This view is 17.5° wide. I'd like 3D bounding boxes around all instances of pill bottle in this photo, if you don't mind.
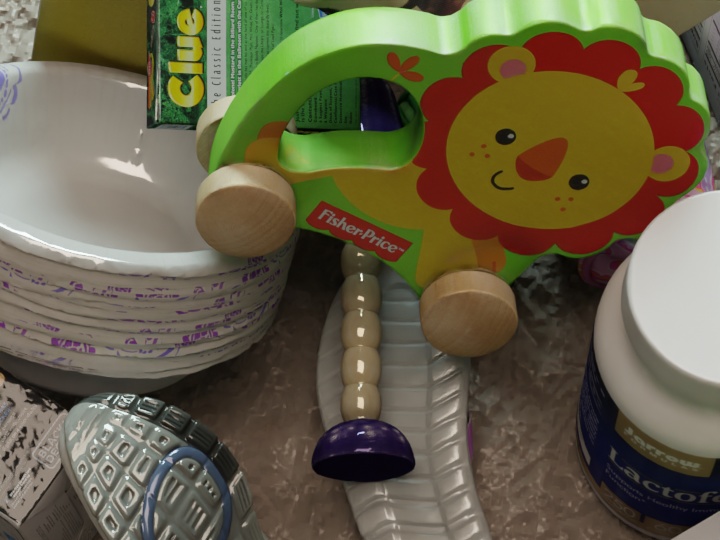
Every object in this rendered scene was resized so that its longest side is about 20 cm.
[{"bbox_3d":[0.164,0.047,1.107,0.115,0.200,0.117,-1,66,1],"label":"pill bottle"}]

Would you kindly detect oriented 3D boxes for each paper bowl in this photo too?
[{"bbox_3d":[-0.134,-0.014,1.164,0.199,0.105,0.201,11,29,-6],"label":"paper bowl"}]

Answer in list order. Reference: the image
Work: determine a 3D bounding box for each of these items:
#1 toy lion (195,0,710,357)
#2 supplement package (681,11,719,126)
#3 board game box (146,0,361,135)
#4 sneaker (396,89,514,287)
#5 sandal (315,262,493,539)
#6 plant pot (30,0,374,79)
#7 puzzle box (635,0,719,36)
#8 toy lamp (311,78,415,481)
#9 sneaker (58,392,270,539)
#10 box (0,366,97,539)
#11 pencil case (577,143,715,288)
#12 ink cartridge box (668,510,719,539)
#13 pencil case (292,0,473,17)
[{"bbox_3d":[0.049,-0.059,1.053,0.199,0.192,0.069,24,39,-23],"label":"toy lion"},{"bbox_3d":[0.253,-0.167,1.199,0.151,0.200,0.152,-16,67,-6],"label":"supplement package"},{"bbox_3d":[-0.050,-0.166,1.109,0.104,0.023,0.202,2,86,-22],"label":"board game box"},{"bbox_3d":[0.044,-0.082,1.214,0.083,0.074,0.202,2,86,12],"label":"sneaker"},{"bbox_3d":[0.025,0.088,1.177,0.082,0.050,0.204,-12,69,14],"label":"sandal"},{"bbox_3d":[-0.048,-0.186,1.228,0.175,0.200,0.201,25,68,-3],"label":"plant pot"},{"bbox_3d":[0.093,-0.190,1.120,0.200,0.133,0.025,43,65,-10],"label":"puzzle box"},{"bbox_3d":[0.000,0.000,1.157,0.058,0.058,0.202,-2,69,0],"label":"toy lamp"},{"bbox_3d":[-0.073,0.137,1.097,0.200,0.087,0.075,48,66,-15],"label":"sneaker"},{"bbox_3d":[-0.218,0.064,1.154,0.199,0.117,0.060,33,74,13],"label":"box"},{"bbox_3d":[0.135,-0.092,1.233,0.087,0.088,0.202,-8,67,-3],"label":"pencil case"},{"bbox_3d":[0.138,0.167,1.112,0.199,0.094,0.044,-28,68,-11],"label":"ink cartridge box"},{"bbox_3d":[0.049,-0.108,1.101,0.089,0.200,0.078,8,66,50],"label":"pencil case"}]
